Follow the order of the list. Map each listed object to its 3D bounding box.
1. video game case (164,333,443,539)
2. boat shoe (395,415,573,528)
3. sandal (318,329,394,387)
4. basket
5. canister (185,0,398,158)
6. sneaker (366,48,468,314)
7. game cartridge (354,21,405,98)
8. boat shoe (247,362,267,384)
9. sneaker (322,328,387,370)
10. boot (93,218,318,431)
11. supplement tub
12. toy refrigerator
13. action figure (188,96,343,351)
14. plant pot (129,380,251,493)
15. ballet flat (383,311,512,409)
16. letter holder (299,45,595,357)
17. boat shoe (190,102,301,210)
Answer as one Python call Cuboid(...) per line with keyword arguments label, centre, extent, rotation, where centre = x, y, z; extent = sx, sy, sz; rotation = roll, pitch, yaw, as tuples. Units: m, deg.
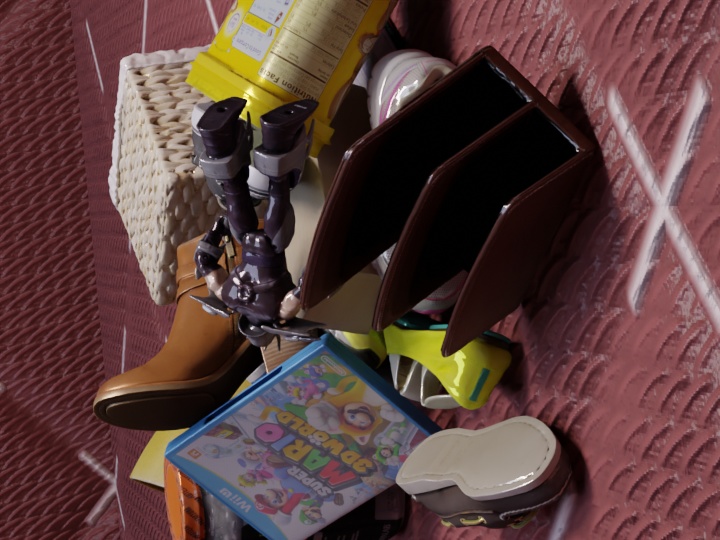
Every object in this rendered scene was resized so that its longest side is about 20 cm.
Cuboid(label="video game case", centre=(-0.045, 0.144, 1.582), extent=(0.200, 0.143, 0.018), rotation=(-35, 25, 33))
Cuboid(label="boat shoe", centre=(0.096, 0.150, 1.371), extent=(0.060, 0.072, 0.200), rotation=(46, 156, -14))
Cuboid(label="sandal", centre=(0.000, 0.061, 1.677), extent=(0.200, 0.076, 0.043), rotation=(15, 112, 63))
Cuboid(label="basket", centre=(-0.122, -0.090, 1.819), extent=(0.200, 0.197, 0.161), rotation=(104, 153, -50))
Cuboid(label="canister", centre=(-0.037, -0.204, 1.497), extent=(0.201, 0.086, 0.148), rotation=(-61, 33, 4))
Cuboid(label="sneaker", centre=(0.046, -0.068, 1.432), extent=(0.088, 0.081, 0.201), rotation=(176, 88, -76))
Cuboid(label="game cartridge", centre=(0.016, -0.134, 1.610), extent=(0.200, 0.038, 0.130), rotation=(-115, 28, -50))
Cuboid(label="boat shoe", centre=(-0.066, 0.011, 1.718), extent=(0.072, 0.072, 0.200), rotation=(-36, 14, 40))
Cuboid(label="sneaker", centre=(0.000, 0.000, 1.609), extent=(0.078, 0.090, 0.200), rotation=(54, -167, -41))
Cuboid(label="boot", centre=(-0.137, 0.044, 1.616), extent=(0.074, 0.199, 0.155), rotation=(95, 159, -59))
Cuboid(label="supplement tub", centre=(-0.069, 0.191, 1.720), extent=(0.122, 0.199, 0.123), rotation=(175, 90, -74))
Cuboid(label="toy refrigerator", centre=(-0.019, -0.054, 1.542), extent=(0.076, 0.070, 0.201), rotation=(-53, 37, 42))
Cuboid(label="action figure", centre=(-0.071, -0.027, 1.437), extent=(0.069, 0.129, 0.201), rotation=(-49, -35, -55))
Cuboid(label="plant pot", centre=(-0.117, 0.176, 1.965), extent=(0.200, 0.199, 0.143), rotation=(160, 129, -74))
Cuboid(label="ballet flat", centre=(0.055, 0.069, 1.464), extent=(0.200, 0.067, 0.067), rotation=(-168, 95, -71))
Cuboid(label="letter holder", centre=(0.048, -0.024, 1.274), extent=(0.101, 0.142, 0.200), rotation=(45, 151, 16))
Cuboid(label="boat shoe", centre=(-0.099, -0.081, 1.558), extent=(0.200, 0.070, 0.067), rotation=(-139, 56, -60))
